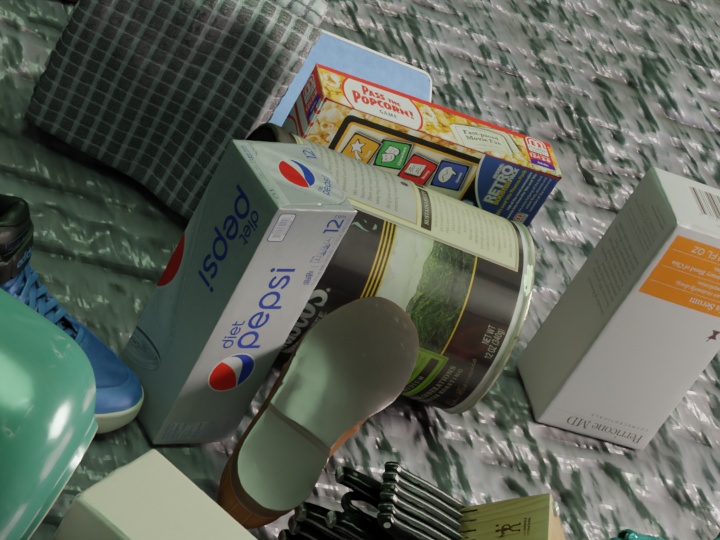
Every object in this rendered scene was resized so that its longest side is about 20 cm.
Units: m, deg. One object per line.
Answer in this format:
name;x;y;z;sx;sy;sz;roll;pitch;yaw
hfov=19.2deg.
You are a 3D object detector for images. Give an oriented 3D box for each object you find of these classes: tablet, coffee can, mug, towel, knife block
tablet;-0.022;-0.125;1.686;0.200;0.014;0.131;18;68;-37
coffee can;0.000;0.000;1.480;0.199;0.147;0.147;20;32;-19
mug;-0.207;0.079;1.166;0.114;0.152;0.185;34;50;-6
towel;-0.135;-0.143;1.519;0.165;0.200;0.086;27;38;-9
knife block;0.048;0.208;1.325;0.064;0.175;0.200;-78;151;-57

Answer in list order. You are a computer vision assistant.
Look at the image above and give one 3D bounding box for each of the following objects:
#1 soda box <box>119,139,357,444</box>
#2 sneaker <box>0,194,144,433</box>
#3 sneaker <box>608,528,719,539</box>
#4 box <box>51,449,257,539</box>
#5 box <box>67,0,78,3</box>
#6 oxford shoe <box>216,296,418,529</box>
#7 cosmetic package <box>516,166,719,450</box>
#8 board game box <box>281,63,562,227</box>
soda box;-0.082;0.016;1.332;0.063;0.200;0.068;0;42;-39
sneaker;-0.210;0.018;1.302;0.199;0.111;0.077;27;31;-8
sneaker;0.208;0.202;1.453;0.080;0.078;0.200;38;30;28
box;-0.080;0.198;1.201;0.200;0.068;0.082;40;31;14
box;-0.236;-0.342;1.745;0.165;0.164;0.200;12;36;-31
oxford shoe;-0.033;0.089;1.359;0.071;0.071;0.200;44;51;-1
cosmetic package;0.211;0.031;1.571;0.101;0.200;0.071;16;34;-24
board game box;0.025;-0.053;1.576;0.199;0.152;0.046;17;34;-24
